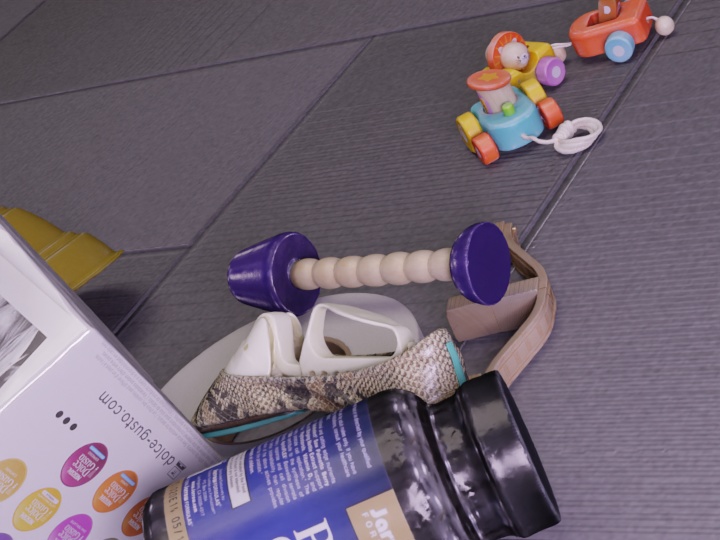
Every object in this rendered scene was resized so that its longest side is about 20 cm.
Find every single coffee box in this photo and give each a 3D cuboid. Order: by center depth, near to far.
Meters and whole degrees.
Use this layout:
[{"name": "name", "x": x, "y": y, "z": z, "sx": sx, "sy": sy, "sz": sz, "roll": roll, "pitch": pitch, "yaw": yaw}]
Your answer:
[{"name": "coffee box", "x": -0.231, "y": 0.085, "z": 1.036, "sx": 0.198, "sy": 0.200, "sz": 0.200, "roll": -43, "pitch": 56, "yaw": -6}]

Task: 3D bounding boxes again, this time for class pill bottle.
[{"name": "pill bottle", "x": -0.003, "y": 0.129, "z": 0.954, "sx": 0.199, "sy": 0.112, "sz": 0.112, "roll": -24, "pitch": 26, "yaw": 6}]

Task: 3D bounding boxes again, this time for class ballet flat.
[{"name": "ballet flat", "x": -0.022, "y": 0.056, "z": 1.061, "sx": 0.199, "sy": 0.076, "sz": 0.068, "roll": -5, "pitch": 11, "yaw": 38}]

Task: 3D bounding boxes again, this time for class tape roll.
[{"name": "tape roll", "x": -0.048, "y": 0.088, "z": 1.155, "sx": 0.202, "sy": 0.037, "sz": 0.203, "roll": -21, "pitch": 27, "yaw": 12}]

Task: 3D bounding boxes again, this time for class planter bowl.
[{"name": "planter bowl", "x": -0.284, "y": 0.009, "z": 1.391, "sx": 0.200, "sy": 0.084, "sz": 0.200, "roll": -34, "pitch": 7, "yaw": 4}]

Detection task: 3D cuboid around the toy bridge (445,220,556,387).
[{"name": "toy bridge", "x": 0.089, "y": 0.025, "z": 1.155, "sx": 0.067, "sy": 0.027, "sz": 0.200, "roll": -14, "pitch": 29, "yaw": 18}]

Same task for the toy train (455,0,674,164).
[{"name": "toy train", "x": 0.148, "y": -0.158, "z": 1.401, "sx": 0.150, "sy": 0.056, "sz": 0.200, "roll": -10, "pitch": 31, "yaw": 32}]

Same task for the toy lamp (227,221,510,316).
[{"name": "toy lamp", "x": 0.000, "y": 0.000, "z": 1.169, "sx": 0.199, "sy": 0.058, "sz": 0.058, "roll": -2, "pitch": 35, "yaw": 36}]
